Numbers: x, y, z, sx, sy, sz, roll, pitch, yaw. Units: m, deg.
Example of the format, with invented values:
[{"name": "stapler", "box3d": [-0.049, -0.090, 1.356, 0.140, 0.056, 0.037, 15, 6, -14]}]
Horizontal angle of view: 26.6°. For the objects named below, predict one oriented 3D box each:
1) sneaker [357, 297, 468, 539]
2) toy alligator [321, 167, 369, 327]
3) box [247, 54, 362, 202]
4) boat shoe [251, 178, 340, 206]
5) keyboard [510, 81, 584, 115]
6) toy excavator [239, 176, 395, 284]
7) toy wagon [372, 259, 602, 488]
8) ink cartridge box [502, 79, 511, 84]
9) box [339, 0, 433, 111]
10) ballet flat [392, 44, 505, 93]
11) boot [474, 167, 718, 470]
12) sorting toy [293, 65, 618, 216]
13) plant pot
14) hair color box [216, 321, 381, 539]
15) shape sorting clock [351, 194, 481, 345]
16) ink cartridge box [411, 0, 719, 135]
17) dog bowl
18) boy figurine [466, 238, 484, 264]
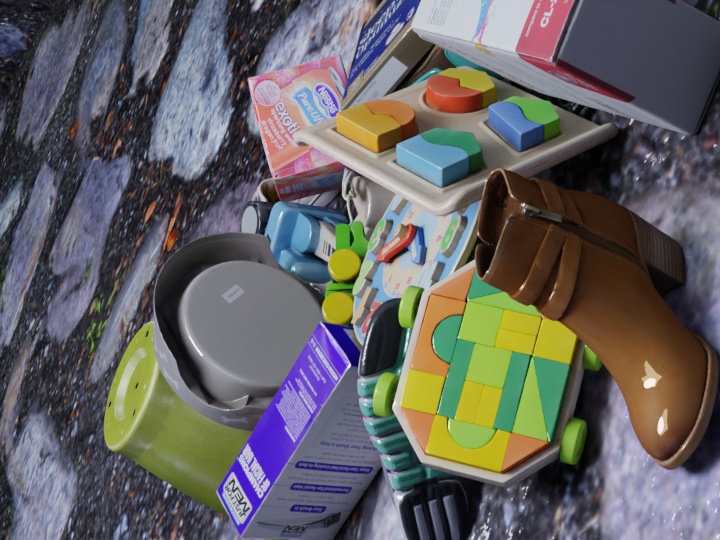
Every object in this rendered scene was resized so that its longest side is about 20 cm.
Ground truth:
[{"name": "sneaker", "box3d": [0.031, 0.117, 1.196, 0.087, 0.074, 0.202, -151, 52, -74]}, {"name": "toy alligator", "box3d": [0.000, 0.000, 1.368, 0.059, 0.054, 0.202, 83, -166, -66]}, {"name": "box", "box3d": [-0.051, -0.136, 1.515, 0.200, 0.094, 0.104, 95, 161, -85]}, {"name": "boat shoe", "box3d": [-0.088, -0.077, 1.704, 0.200, 0.069, 0.071, -45, 33, 43]}, {"name": "keyboard", "box3d": [0.168, -0.154, 1.274, 0.200, 0.020, 0.128, -52, 27, 36]}, {"name": "toy excavator", "box3d": [-0.038, -0.018, 1.510, 0.200, 0.099, 0.196, 38, 116, 54]}, {"name": "toy wagon", "box3d": [0.099, 0.051, 1.103, 0.040, 0.154, 0.202, 48, -124, -67]}, {"name": "ink cartridge box", "box3d": [0.088, -0.141, 1.416, 0.201, 0.037, 0.095, -65, 24, 14]}, {"name": "box", "box3d": [0.038, -0.233, 1.426, 0.121, 0.032, 0.201, -47, 17, 33]}, {"name": "ballet flat", "box3d": [0.094, -0.191, 1.346, 0.200, 0.068, 0.073, -35, 28, 49]}, {"name": "boot", "box3d": [0.147, 0.028, 0.994, 0.074, 0.154, 0.201, -49, 30, 37]}, {"name": "sorting toy", "box3d": [0.073, -0.113, 1.198, 0.199, 0.184, 0.037, 27, 132, 45]}, {"name": "plant pot", "box3d": [-0.139, 0.141, 1.480, 0.200, 0.192, 0.202, -47, 32, 41]}, {"name": "hair color box", "box3d": [-0.030, 0.144, 1.329, 0.201, 0.109, 0.065, -59, 45, 22]}, {"name": "shape sorting clock", "box3d": [0.047, -0.027, 1.252, 0.200, 0.039, 0.201, -51, 26, 37]}, {"name": "ink cartridge box", "box3d": [0.152, -0.179, 1.133, 0.200, 0.145, 0.083, 29, 98, 58]}, {"name": "dog bowl", "box3d": [-0.102, 0.060, 1.409, 0.059, 0.198, 0.201, 119, 158, -45]}, {"name": "boy figurine", "box3d": [0.098, 0.001, 1.241, 0.125, 0.064, 0.200, -64, 25, 10]}]
